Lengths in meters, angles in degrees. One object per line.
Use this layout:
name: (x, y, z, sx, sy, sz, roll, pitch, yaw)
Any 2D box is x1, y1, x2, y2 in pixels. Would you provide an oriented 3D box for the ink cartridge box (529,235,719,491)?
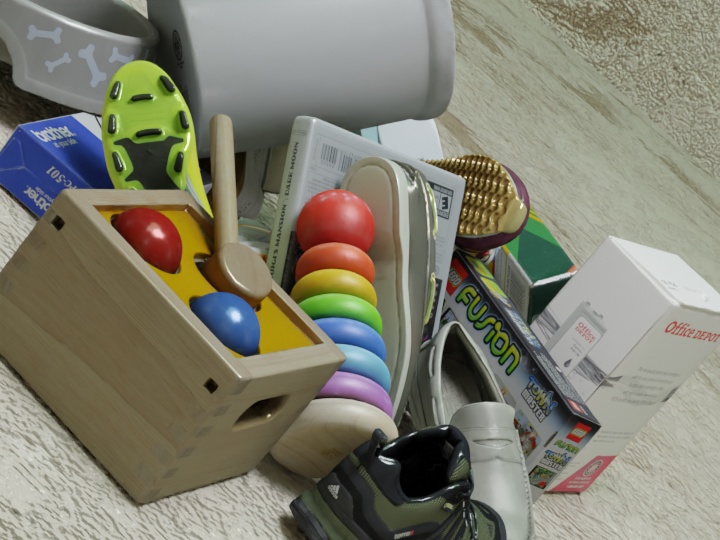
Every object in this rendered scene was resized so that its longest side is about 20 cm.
ink cartridge box: (0.187, 0.077, 1.684, 0.083, 0.200, 0.146, 48, 18, 26)

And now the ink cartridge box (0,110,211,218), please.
ink cartridge box: (-0.180, -0.067, 1.520, 0.094, 0.044, 0.200, 41, 17, 7)

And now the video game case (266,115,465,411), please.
video game case: (0.000, 0.000, 1.549, 0.023, 0.183, 0.199, 7, -7, 36)

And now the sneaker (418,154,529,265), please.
sneaker: (0.093, -0.041, 1.706, 0.090, 0.075, 0.200, 35, -9, -26)

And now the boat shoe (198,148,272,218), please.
boat shoe: (-0.098, -0.136, 1.732, 0.069, 0.070, 0.202, 39, 52, -56)

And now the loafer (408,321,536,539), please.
loafer: (0.080, 0.123, 1.516, 0.069, 0.070, 0.201, 0, 45, -24)

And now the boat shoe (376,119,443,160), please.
boat shoe: (0.050, -0.049, 1.893, 0.068, 0.071, 0.201, 103, -25, -67)

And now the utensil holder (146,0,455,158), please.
utensil holder: (-0.049, -0.182, 1.621, 0.198, 0.171, 0.170, -12, 38, -15)

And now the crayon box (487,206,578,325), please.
crayon box: (0.126, -0.005, 1.895, 0.050, 0.128, 0.200, -15, 43, -17)

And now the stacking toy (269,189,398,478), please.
stacking toy: (-0.019, 0.032, 1.414, 0.085, 0.085, 0.201, 27, 48, -37)

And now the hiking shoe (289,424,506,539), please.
hiking shoe: (0.048, 0.150, 1.361, 0.199, 0.101, 0.076, 15, 33, -53)

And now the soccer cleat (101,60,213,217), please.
soccer cleat: (-0.131, -0.041, 1.436, 0.084, 0.064, 0.202, 121, -49, -75)

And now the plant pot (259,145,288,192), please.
plant pot: (-0.072, -0.204, 1.839, 0.187, 0.200, 0.188, 37, 16, -13)

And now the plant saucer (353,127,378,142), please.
plant saucer: (-0.010, -0.140, 1.969, 0.201, 0.038, 0.203, -10, 90, -84)

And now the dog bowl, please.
dog bowl: (-0.240, -0.185, 1.593, 0.199, 0.059, 0.200, 25, 14, -6)

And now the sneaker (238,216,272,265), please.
sneaker: (-0.064, -0.003, 1.572, 0.092, 0.076, 0.200, 42, 12, 32)

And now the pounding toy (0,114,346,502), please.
pounding toy: (-0.107, 0.015, 1.296, 0.184, 0.142, 0.200, 45, 17, 15)

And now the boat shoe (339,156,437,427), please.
boat shoe: (0.020, 0.023, 1.498, 0.072, 0.204, 0.060, 3, -1, 35)

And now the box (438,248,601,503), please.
box: (0.092, 0.087, 1.608, 0.035, 0.110, 0.200, 25, 23, -41)
